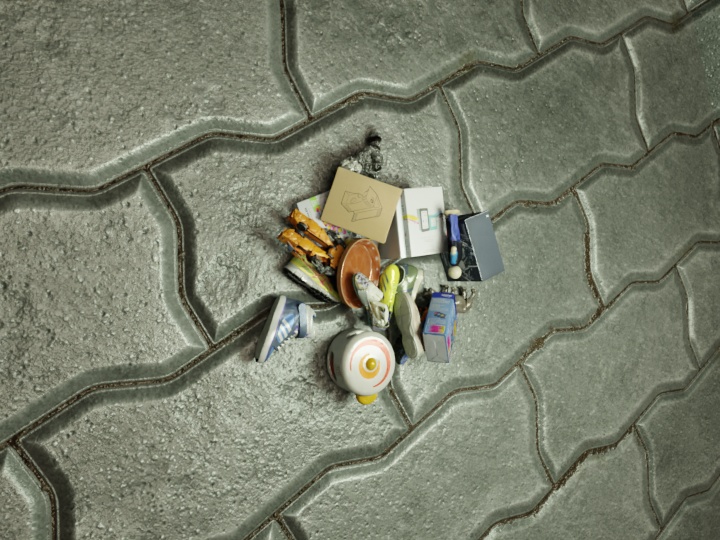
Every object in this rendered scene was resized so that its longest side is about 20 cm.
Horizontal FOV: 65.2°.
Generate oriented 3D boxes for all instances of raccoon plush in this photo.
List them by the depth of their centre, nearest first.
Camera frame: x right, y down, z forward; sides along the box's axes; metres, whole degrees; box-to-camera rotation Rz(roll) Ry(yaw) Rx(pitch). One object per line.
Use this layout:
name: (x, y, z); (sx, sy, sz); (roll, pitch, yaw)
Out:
raccoon plush: (-0.011, -0.347, 1.696); (0.132, 0.097, 0.203); (12, 54, -19)

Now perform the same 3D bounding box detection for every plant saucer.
plant saucer: (-0.008, 0.007, 1.625); (0.199, 0.032, 0.204); (-18, 112, -52)

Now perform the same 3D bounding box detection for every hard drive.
hard drive: (0.087, -0.137, 1.700); (0.026, 0.131, 0.204); (-6, 92, -28)

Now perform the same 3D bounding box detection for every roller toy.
roller toy: (0.002, 0.268, 1.645); (0.182, 0.139, 0.202); (38, 73, -22)

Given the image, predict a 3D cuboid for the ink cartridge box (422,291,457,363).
ink cartridge box: (0.251, 0.163, 1.741); (0.138, 0.075, 0.202); (76, 24, -42)

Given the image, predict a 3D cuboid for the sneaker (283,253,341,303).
sneaker: (-0.122, 0.021, 1.620); (0.199, 0.078, 0.091); (40, 65, -24)

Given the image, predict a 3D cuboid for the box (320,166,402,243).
box: (0.002, -0.189, 1.619); (0.197, 0.021, 0.166); (20, 90, -3)

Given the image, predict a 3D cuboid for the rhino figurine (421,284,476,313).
rhino figurine: (0.287, 0.095, 1.845); (0.197, 0.060, 0.089); (6, 98, -25)

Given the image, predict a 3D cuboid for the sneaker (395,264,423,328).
sneaker: (0.126, 0.076, 1.763); (0.089, 0.067, 0.203); (21, 83, -13)

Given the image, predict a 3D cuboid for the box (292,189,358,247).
box: (-0.084, -0.155, 1.661); (0.198, 0.041, 0.158); (-24, 100, -25)

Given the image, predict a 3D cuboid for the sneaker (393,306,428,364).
sneaker: (0.174, 0.214, 1.778); (0.078, 0.075, 0.201); (41, 73, -25)

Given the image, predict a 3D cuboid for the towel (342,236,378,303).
towel: (0.000, 0.000, 1.689); (0.142, 0.023, 0.204); (5, 90, -45)

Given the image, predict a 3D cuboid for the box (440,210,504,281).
box: (0.343, -0.075, 1.810); (0.103, 0.181, 0.203); (-22, 99, -27)

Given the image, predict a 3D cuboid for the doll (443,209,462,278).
doll: (0.283, -0.077, 1.688); (0.136, 0.048, 0.204); (-7, 94, -72)

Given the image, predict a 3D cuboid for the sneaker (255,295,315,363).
sneaker: (-0.196, 0.182, 1.572); (0.145, 0.080, 0.203); (25, 72, -21)

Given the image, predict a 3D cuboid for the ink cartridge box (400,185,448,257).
ink cartridge box: (0.165, -0.148, 1.734); (0.144, 0.146, 0.204); (-8, 93, -28)

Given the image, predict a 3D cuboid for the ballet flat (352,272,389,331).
ballet flat: (0.040, 0.089, 1.613); (0.072, 0.072, 0.202); (-35, 122, -24)

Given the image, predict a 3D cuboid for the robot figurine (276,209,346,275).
robot figurine: (-0.129, -0.073, 1.571); (0.199, 0.058, 0.146); (37, 54, -21)

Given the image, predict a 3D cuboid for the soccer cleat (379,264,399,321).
soccer cleat: (0.084, 0.083, 1.694); (0.064, 0.084, 0.203); (9, 106, -27)

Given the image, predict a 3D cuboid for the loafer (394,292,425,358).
loafer: (0.153, 0.161, 1.703); (0.062, 0.071, 0.203); (-13, 92, -46)
